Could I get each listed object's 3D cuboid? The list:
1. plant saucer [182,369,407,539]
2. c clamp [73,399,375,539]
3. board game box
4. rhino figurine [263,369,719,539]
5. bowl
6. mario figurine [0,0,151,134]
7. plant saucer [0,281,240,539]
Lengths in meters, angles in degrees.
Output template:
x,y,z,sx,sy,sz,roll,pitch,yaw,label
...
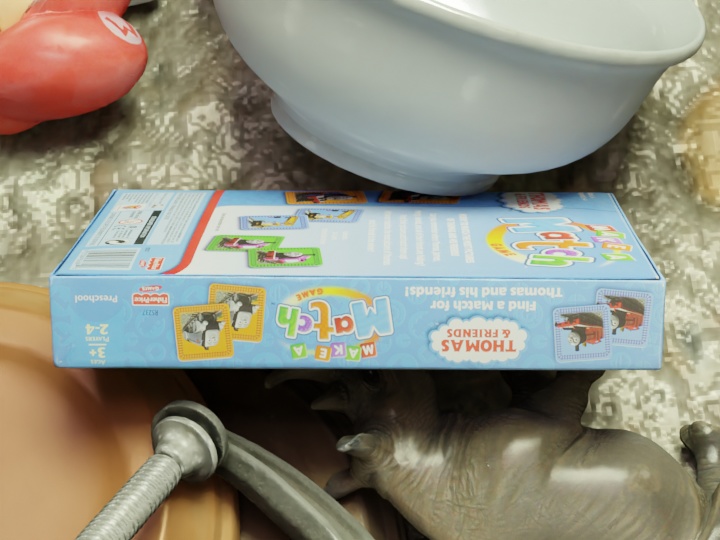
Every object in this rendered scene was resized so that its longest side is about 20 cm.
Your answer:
x,y,z,sx,sy,sz,roll,pitch,yaw,label
-0.081,0.107,0.697,0.200,0.029,0.200,-1,61,1,plant saucer
-0.062,0.099,0.597,0.171,0.027,0.200,44,31,4,c clamp
0.000,0.000,0.698,0.199,0.151,0.037,0,103,1,board game box
0.061,0.068,0.687,0.200,0.060,0.088,18,61,-1,rhino figurine
0.023,-0.090,0.745,0.201,0.091,0.201,17,24,-8,bowl
-0.157,-0.144,0.797,0.123,0.106,0.200,-39,66,-22,mario figurine
-0.142,0.087,0.672,0.200,0.037,0.201,0,60,0,plant saucer
